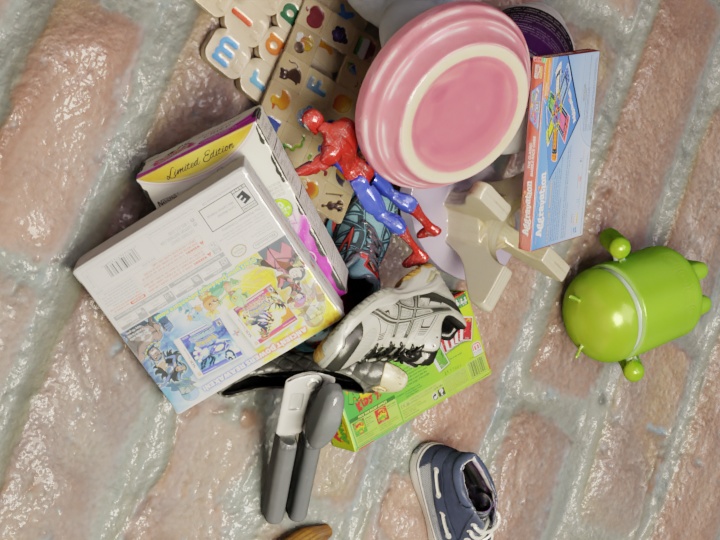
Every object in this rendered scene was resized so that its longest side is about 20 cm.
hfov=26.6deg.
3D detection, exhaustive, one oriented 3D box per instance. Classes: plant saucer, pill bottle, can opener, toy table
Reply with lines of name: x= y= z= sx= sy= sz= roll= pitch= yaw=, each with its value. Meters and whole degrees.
plant saucer: x=0.091 y=-0.163 z=1.498 sx=0.199 sy=0.051 sz=0.202 roll=-19 pitch=131 yaw=-23
pill bottle: x=0.171 y=-0.218 z=1.668 sx=0.113 sy=0.112 sz=0.200 roll=59 pitch=32 yaw=-21
can opener: x=-0.063 y=0.185 z=1.545 sx=0.052 sy=0.067 sz=0.201 roll=-1 pitch=129 yaw=-19
toy table: x=0.142 y=-0.052 z=1.660 sx=0.199 sy=0.117 sz=0.185 roll=23 pitch=88 yaw=-45

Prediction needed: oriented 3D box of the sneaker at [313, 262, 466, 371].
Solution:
sneaker: x=0.038 y=0.062 z=1.519 sx=0.199 sy=0.076 sz=0.088 roll=-30 pitch=81 yaw=-45

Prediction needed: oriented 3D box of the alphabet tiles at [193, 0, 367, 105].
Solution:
alphabet tiles: x=-0.085 y=-0.276 z=1.586 sx=0.195 sy=0.015 sz=0.201 roll=37 pitch=72 yaw=-30

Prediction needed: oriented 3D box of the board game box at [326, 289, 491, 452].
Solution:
board game box: x=0.044 y=0.107 z=1.672 sx=0.199 sy=0.047 sz=0.102 roll=-27 pitch=106 yaw=-30

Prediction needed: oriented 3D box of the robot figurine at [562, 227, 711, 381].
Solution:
robot figurine: x=0.325 y=0.040 z=1.816 sx=0.199 sy=0.115 sz=0.177 roll=-18 pitch=107 yaw=-31

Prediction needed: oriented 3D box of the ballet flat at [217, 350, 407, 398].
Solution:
ballet flat: x=-0.051 y=0.112 z=1.556 sx=0.198 sy=0.067 sz=0.057 roll=3 pitch=59 yaw=2

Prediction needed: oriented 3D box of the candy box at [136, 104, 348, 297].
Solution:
candy box: x=-0.114 y=-0.043 z=1.510 sx=0.135 sy=0.061 sz=0.201 roll=-25 pitch=109 yaw=10

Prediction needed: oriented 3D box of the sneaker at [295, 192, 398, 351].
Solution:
sneaker: x=0.000 y=0.000 z=1.607 sx=0.079 sy=0.095 sz=0.201 roll=34 pitch=73 yaw=-30

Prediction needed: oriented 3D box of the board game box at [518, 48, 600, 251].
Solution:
board game box: x=0.207 y=-0.127 z=1.592 sx=0.103 sy=0.019 sz=0.202 roll=-16 pitch=115 yaw=-49

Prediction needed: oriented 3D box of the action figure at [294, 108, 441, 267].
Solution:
action figure: x=-0.013 y=-0.086 z=1.558 sx=0.200 sy=0.098 sz=0.066 roll=51 pitch=48 yaw=-30

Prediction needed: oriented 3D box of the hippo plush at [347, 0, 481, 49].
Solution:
hippo plush: x=0.065 y=-0.274 z=1.545 sx=0.199 sy=0.161 sz=0.160 roll=23 pitch=117 yaw=-35

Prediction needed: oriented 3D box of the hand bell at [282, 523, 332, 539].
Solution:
hand bell: x=-0.101 y=0.308 z=1.576 sx=0.199 sy=0.104 sz=0.105 roll=-20 pitch=104 yaw=-43

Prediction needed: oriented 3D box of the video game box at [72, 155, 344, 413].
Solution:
video game box: x=-0.144 y=0.016 z=1.476 sx=0.199 sy=0.047 sz=0.183 roll=-30 pitch=108 yaw=10

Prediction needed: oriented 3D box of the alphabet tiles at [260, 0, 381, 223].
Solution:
alphabet tiles: x=-0.026 y=-0.160 z=1.600 sx=0.166 sy=0.008 sz=0.201 roll=29 pitch=73 yaw=-25

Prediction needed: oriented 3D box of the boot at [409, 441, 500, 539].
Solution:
boot: x=0.122 y=0.289 z=1.707 sx=0.073 sy=0.090 sz=0.201 roll=-33 pitch=110 yaw=-28
